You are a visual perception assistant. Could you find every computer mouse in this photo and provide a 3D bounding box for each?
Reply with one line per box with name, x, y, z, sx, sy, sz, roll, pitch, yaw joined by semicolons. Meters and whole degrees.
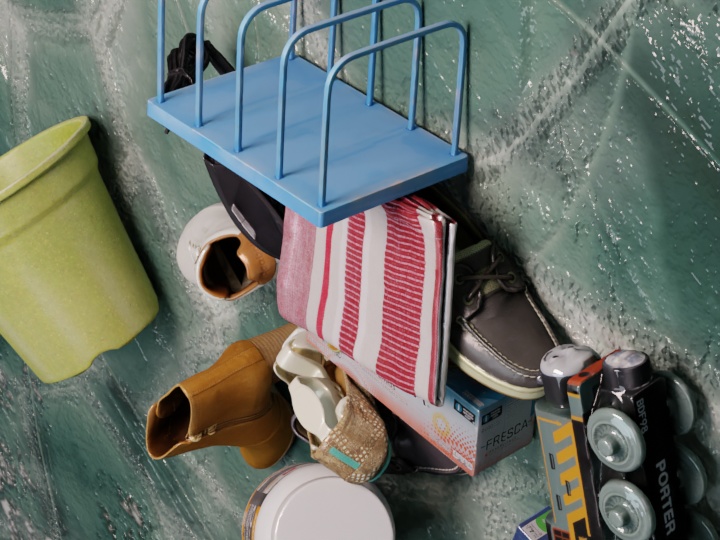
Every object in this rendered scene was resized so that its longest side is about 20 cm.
computer mouse;-0.096;-0.090;1.670;0.046;0.141;0.200;-31;121;24

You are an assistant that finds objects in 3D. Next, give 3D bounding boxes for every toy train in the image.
toy train;0.172;0.143;1.450;0.113;0.085;0.202;11;121;45

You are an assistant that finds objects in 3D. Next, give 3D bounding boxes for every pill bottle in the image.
pill bottle;-0.033;0.213;1.726;0.117;0.116;0.200;62;171;1

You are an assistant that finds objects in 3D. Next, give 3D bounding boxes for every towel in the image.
towel;0.000;0.000;1.548;0.200;0.023;0.145;29;123;50

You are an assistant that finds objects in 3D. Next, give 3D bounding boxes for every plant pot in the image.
plant pot;-0.281;-0.008;1.939;0.200;0.200;0.185;-9;117;57

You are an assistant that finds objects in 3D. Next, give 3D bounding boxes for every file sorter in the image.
file sorter;-0.036;-0.142;1.505;0.199;0.138;0.124;33;131;39

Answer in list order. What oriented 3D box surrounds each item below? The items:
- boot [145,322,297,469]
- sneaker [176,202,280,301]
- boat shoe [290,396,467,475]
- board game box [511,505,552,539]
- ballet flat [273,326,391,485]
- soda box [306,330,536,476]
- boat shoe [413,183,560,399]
boot;-0.123;0.129;1.825;0.071;0.143;0.202;49;146;22
sneaker;-0.119;-0.013;1.773;0.200;0.084;0.073;-13;104;59
boat shoe;0.019;0.132;1.693;0.199;0.065;0.073;13;123;51
board game box;0.153;0.290;1.643;0.135;0.034;0.201;46;145;26
ballet flat;-0.030;0.086;1.670;0.071;0.065;0.200;-54;33;16
soda box;0.043;0.065;1.610;0.200;0.063;0.069;37;140;35
boat shoe;0.073;0.005;1.514;0.201;0.071;0.066;50;152;28
